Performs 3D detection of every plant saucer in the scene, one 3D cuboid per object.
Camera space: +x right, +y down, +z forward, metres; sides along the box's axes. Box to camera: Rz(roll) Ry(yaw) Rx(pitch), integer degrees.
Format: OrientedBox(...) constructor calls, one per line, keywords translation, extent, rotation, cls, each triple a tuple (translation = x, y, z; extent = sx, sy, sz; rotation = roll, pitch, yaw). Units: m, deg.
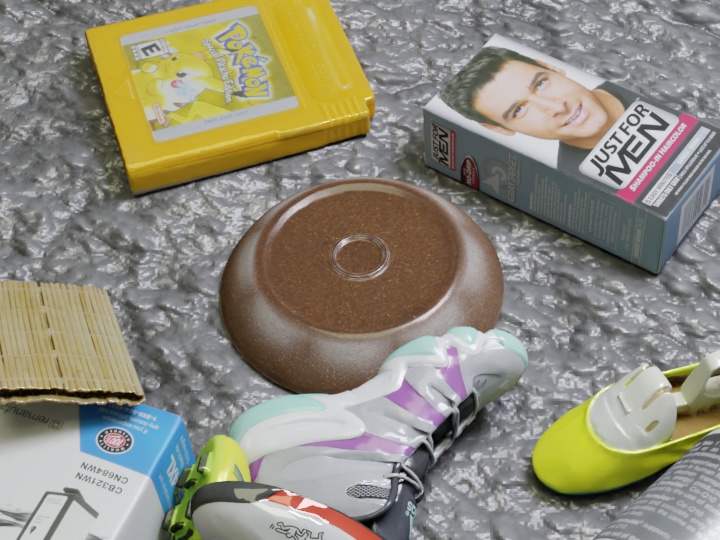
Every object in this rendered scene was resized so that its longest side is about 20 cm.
OrientedBox(translation=(0.000, 0.000, 1.032), extent=(0.199, 0.037, 0.201), rotation=(-1, 49, 2), cls="plant saucer")

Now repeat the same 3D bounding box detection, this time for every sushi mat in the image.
OrientedBox(translation=(-0.196, 0.043, 0.946), extent=(0.095, 0.012, 0.200), rotation=(3, 17, -18), cls="sushi mat")

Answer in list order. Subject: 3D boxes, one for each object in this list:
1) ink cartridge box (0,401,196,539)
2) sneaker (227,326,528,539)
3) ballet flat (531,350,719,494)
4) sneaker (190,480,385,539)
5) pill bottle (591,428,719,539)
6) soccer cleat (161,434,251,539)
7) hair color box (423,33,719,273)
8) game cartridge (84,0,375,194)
OrientedBox(translation=(-0.203, 0.166, 0.871), extent=(0.145, 0.085, 0.200), rotation=(15, 51, 16), cls="ink cartridge box")
OrientedBox(translation=(0.029, 0.124, 0.903), extent=(0.199, 0.078, 0.140), rotation=(-23, 53, -3), cls="sneaker")
OrientedBox(translation=(0.200, 0.081, 0.927), extent=(0.199, 0.067, 0.067), rotation=(-15, 51, -8), cls="ballet flat")
OrientedBox(translation=(-0.014, 0.198, 0.798), extent=(0.201, 0.067, 0.108), rotation=(30, 55, -14), cls="sneaker")
OrientedBox(translation=(0.204, 0.159, 0.829), extent=(0.200, 0.114, 0.114), rotation=(-36, 56, -24), cls="pill bottle")
OrientedBox(translation=(-0.070, 0.192, 0.848), extent=(0.083, 0.065, 0.201), rotation=(10, 57, -20), cls="soccer cleat")
OrientedBox(translation=(0.154, -0.088, 1.079), extent=(0.199, 0.061, 0.099), rotation=(27, 57, 25), cls="hair color box")
OrientedBox(translation=(-0.103, -0.152, 1.171), extent=(0.199, 0.033, 0.177), rotation=(-17, 50, -9), cls="game cartridge")
